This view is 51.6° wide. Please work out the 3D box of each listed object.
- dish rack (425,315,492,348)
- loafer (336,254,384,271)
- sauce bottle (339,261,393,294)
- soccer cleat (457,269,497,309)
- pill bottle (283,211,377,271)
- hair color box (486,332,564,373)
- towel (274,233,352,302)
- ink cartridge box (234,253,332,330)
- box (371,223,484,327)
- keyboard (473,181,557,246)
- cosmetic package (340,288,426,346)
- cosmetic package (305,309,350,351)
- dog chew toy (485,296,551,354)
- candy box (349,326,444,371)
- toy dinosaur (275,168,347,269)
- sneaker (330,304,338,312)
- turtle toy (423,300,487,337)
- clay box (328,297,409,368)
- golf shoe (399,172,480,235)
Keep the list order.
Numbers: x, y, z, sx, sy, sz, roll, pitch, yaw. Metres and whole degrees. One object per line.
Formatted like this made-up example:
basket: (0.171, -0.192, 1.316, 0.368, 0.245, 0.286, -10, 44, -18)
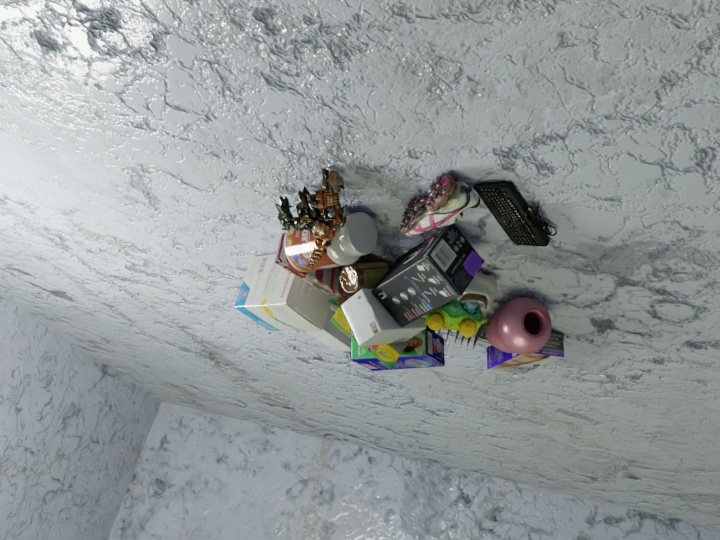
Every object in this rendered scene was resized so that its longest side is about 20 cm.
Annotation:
dish rack: (0.257, 0.145, 1.850, 0.196, 0.056, 0.154, 15, 157, 6)
loafer: (0.000, 0.000, 1.699, 0.196, 0.073, 0.073, 19, 156, -2)
sauce bottle: (0.041, 0.013, 1.612, 0.065, 0.068, 0.198, -7, 177, 43)
soccer cleat: (0.199, 0.021, 1.596, 0.196, 0.079, 0.070, 18, 157, 0)
pill bottle: (-0.062, -0.064, 1.558, 0.198, 0.114, 0.112, -10, 145, 46)
hair color box: (0.402, 0.201, 1.830, 0.107, 0.066, 0.200, 8, 158, -15)
towel: (-0.101, -0.007, 1.698, 0.198, 0.145, 0.023, 30, 112, -14)
ink cartridge box: (-0.182, 0.054, 1.850, 0.197, 0.150, 0.144, -5, 148, 42)
box: (0.133, 0.012, 1.503, 0.106, 0.122, 0.199, 48, 140, -7)
keyboard: (0.283, -0.090, 1.347, 0.102, 0.040, 0.200, -1, 151, 38)
cosmetic package: (0.053, 0.099, 1.601, 0.074, 0.103, 0.198, -37, 158, 28)
cosmetic package: (-0.087, 0.124, 1.979, 0.080, 0.115, 0.200, -5, 145, 42)
dog chew toy: (0.346, 0.131, 1.686, 0.122, 0.127, 0.200, 22, 164, -11)
candy box: (0.092, 0.193, 1.824, 0.196, 0.079, 0.169, -7, 162, 19)
toy dinosaur: (-0.088, -0.100, 1.450, 0.134, 0.204, 0.102, 23, -172, 25)
sneaker: (0.006, 0.057, 1.825, 0.195, 0.079, 0.141, 2, 152, 11)
turtle toy: (0.194, 0.087, 1.705, 0.196, 0.103, 0.146, 12, 179, 8)
clay box: (0.012, 0.130, 1.684, 0.198, 0.048, 0.115, 36, -164, 7)
golf shoe: (0.141, -0.104, 1.377, 0.091, 0.074, 0.200, 24, 155, -17)
